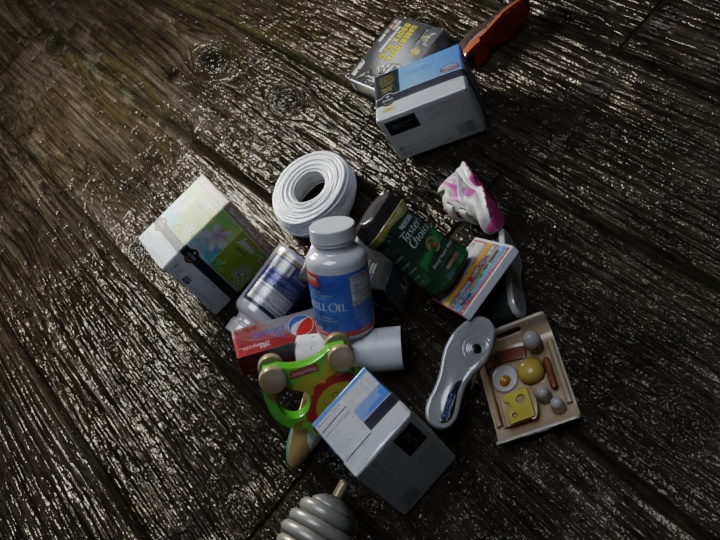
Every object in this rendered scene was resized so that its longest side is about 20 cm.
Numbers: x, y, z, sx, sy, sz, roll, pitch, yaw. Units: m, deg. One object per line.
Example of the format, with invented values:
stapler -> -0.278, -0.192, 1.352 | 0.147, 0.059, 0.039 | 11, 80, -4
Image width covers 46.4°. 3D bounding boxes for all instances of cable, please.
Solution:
cable -> -0.102, -0.165, 1.817 | 0.197, 0.069, 0.203 | 0, 61, 30

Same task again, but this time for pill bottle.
pill bottle -> -0.181, 0.059, 1.691 | 0.110, 0.111, 0.201 | 29, 78, 39
pill bottle -> -0.039, 0.012, 1.487 | 0.110, 0.203, 0.113 | -7, 23, 3

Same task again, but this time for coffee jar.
coffee jar -> 0.091, -0.049, 1.512 | 0.199, 0.085, 0.105 | 37, 66, -4

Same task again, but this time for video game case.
video game case -> 0.198, 0.010, 1.480 | 0.144, 0.017, 0.200 | -54, 12, -1

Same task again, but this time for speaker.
speaker -> -0.016, 0.148, 1.525 | 0.196, 0.082, 0.082 | -6, 56, 6

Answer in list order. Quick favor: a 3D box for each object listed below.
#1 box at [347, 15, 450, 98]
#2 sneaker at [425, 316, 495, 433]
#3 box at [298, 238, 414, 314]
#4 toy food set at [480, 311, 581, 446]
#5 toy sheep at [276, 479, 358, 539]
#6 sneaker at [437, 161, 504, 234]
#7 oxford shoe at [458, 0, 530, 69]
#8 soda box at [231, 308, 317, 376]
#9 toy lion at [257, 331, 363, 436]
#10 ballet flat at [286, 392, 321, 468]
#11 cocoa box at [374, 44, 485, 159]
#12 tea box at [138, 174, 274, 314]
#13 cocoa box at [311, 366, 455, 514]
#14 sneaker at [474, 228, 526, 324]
box -> 0.086, -0.481, 1.927 | 0.158, 0.048, 0.201 | 31, 79, 40
sneaker -> 0.161, 0.177, 1.417 | 0.072, 0.112, 0.202 | 27, 75, 10
box -> 0.000, 0.000, 1.628 | 0.197, 0.106, 0.124 | 7, 65, 32
toy food set -> 0.267, 0.179, 1.390 | 0.142, 0.060, 0.202 | -22, 51, 15
toy sheep -> -0.070, 0.437, 1.371 | 0.136, 0.138, 0.202 | 10, 66, 34
sneaker -> 0.208, -0.122, 1.606 | 0.088, 0.081, 0.201 | -37, 34, 11
oxford shoe -> 0.283, -0.529, 1.832 | 0.199, 0.071, 0.073 | -40, 44, 1
soda box -> -0.143, 0.134, 1.608 | 0.197, 0.064, 0.071 | -15, 50, -8
toy lion -> -0.064, 0.219, 1.466 | 0.197, 0.195, 0.069 | -17, 22, -4
ballet flat -> -0.084, 0.263, 1.535 | 0.062, 0.069, 0.203 | 1, 61, 24
cocoa box -> 0.143, -0.348, 1.742 | 0.197, 0.134, 0.133 | -17, 53, 19
tea box -> -0.321, -0.054, 1.786 | 0.197, 0.200, 0.133 | -46, 49, -4
cocoa box -> 0.040, 0.277, 1.365 | 0.134, 0.200, 0.131 | -46, 49, -4
sneaker -> 0.237, 0.014, 1.509 | 0.098, 0.071, 0.202 | -25, 42, 29
